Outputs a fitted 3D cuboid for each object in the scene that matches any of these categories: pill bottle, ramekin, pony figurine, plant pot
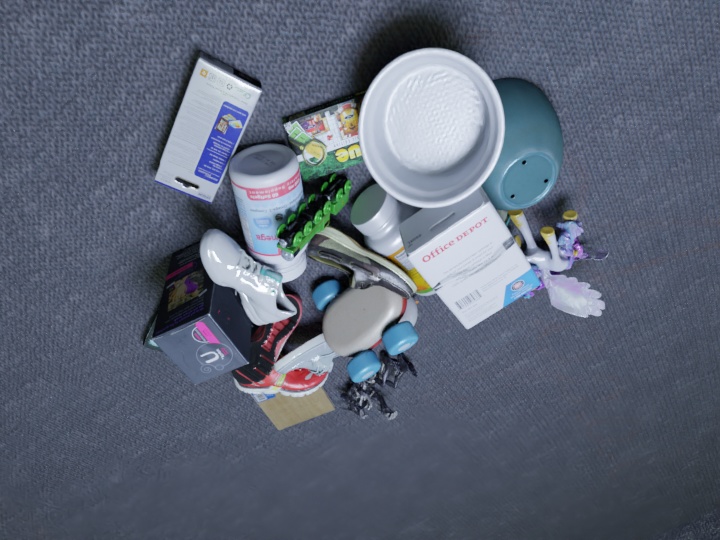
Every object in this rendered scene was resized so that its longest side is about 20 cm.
[{"bbox_3d":[0.074,-0.054,0.898,0.110,0.113,0.199,-37,126,18],"label":"pill bottle"},{"bbox_3d":[0.100,-0.201,0.730,0.194,0.098,0.207,5,114,12],"label":"ramekin"},{"bbox_3d":[0.366,-0.019,0.986,0.188,0.169,0.203,5,139,26],"label":"pony figurine"},{"bbox_3d":[0.238,-0.176,0.824,0.193,0.137,0.205,-6,129,-7],"label":"plant pot"},{"bbox_3d":[-0.138,-0.085,0.829,0.105,0.110,0.204,-9,130,-5],"label":"pill bottle"}]

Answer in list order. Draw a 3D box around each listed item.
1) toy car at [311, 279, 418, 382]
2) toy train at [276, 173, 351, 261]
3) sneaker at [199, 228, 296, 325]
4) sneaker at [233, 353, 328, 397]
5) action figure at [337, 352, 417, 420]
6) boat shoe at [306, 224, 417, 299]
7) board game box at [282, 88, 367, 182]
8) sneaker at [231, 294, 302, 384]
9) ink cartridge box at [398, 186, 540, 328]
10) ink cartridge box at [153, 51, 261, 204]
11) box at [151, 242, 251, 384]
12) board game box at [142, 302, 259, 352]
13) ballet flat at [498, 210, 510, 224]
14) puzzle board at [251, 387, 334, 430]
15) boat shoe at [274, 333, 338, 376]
[{"bbox_3d":[0.039,0.090,0.999,0.176,0.187,0.198,-39,155,21],"label":"toy car"},{"bbox_3d":[-0.069,-0.084,0.805,0.041,0.201,0.057,22,134,14],"label":"toy train"},{"bbox_3d":[-0.165,0.008,0.811,0.086,0.077,0.202,-5,139,26],"label":"sneaker"},{"bbox_3d":[-0.156,0.200,1.049,0.193,0.078,0.087,-1,125,-16],"label":"sneaker"},{"bbox_3d":[0.031,0.274,1.156,0.117,0.103,0.201,21,120,-40],"label":"action figure"},{"bbox_3d":[0.000,0.000,0.863,0.196,0.066,0.073,30,165,-1],"label":"boat shoe"},{"bbox_3d":[-0.013,-0.216,0.811,0.194,0.024,0.106,-19,131,3],"label":"board game box"},{"bbox_3d":[-0.167,0.130,0.988,0.073,0.087,0.202,37,99,1],"label":"sneaker"},{"bbox_3d":[0.171,-0.024,0.819,0.143,0.085,0.200,-33,127,16],"label":"ink cartridge box"},{"bbox_3d":[-0.226,-0.202,0.766,0.093,0.038,0.202,19,119,-26],"label":"ink cartridge box"},{"bbox_3d":[-0.248,0.057,0.856,0.103,0.203,0.124,-21,131,9],"label":"box"},{"bbox_3d":[-0.301,0.121,1.007,0.196,0.029,0.136,22,120,-27],"label":"board game box"},{"bbox_3d":[0.222,-0.036,0.991,0.061,0.068,0.205,20,122,7],"label":"ballet flat"},{"bbox_3d":[-0.158,0.275,1.170,0.147,0.018,0.203,-20,129,5],"label":"puzzle board"},{"bbox_3d":[-0.073,0.164,1.019,0.197,0.073,0.070,-24,172,-24],"label":"boat shoe"}]
